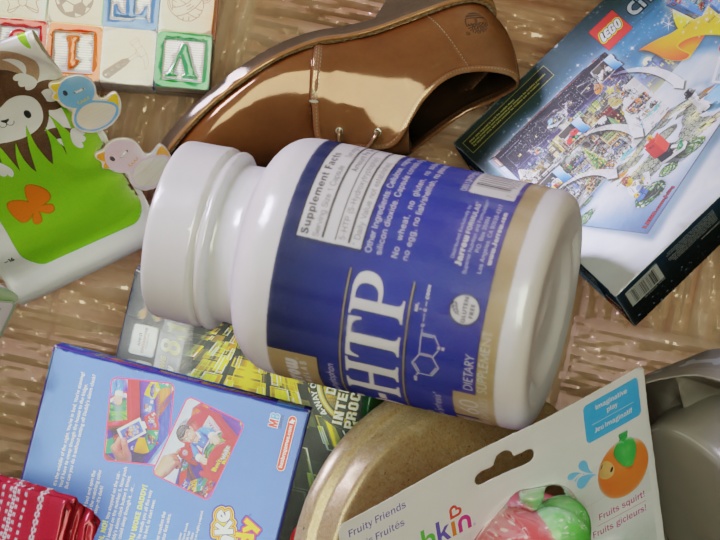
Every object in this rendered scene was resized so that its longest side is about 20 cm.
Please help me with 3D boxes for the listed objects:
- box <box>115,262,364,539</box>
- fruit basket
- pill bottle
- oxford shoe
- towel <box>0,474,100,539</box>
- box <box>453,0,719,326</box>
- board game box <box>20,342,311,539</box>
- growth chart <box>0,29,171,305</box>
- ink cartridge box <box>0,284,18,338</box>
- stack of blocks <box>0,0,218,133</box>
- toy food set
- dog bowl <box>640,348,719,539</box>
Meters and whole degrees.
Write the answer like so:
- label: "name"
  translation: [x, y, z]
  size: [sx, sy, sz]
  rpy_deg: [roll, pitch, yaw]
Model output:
- label: "box"
  translation: [-0.059, 0.109, 1.533]
  size: [0.160, 0.049, 0.201]
  rpy_deg: [13, 90, 0]
- label: "fruit basket"
  translation: [0.082, 0.169, 1.431]
  size: [0.185, 0.094, 0.201]
  rpy_deg: [-25, 128, -26]
- label: "pill bottle"
  translation: [0.000, 0.000, 1.450]
  size: [0.199, 0.120, 0.120]
  rpy_deg: [12, 88, 14]
- label: "oxford shoe"
  translation: [-0.011, -0.081, 1.519]
  size: [0.199, 0.071, 0.072]
  rpy_deg: [-25, 64, -2]
- label: "towel"
  translation: [-0.207, 0.168, 1.472]
  size: [0.022, 0.199, 0.146]
  rpy_deg: [14, 87, -41]
- label: "box"
  translation: [0.165, -0.087, 1.518]
  size: [0.200, 0.038, 0.137]
  rpy_deg: [-43, 55, -2]
- label: "board game box"
  translation: [-0.113, 0.150, 1.486]
  size: [0.134, 0.045, 0.201]
  rpy_deg: [15, 90, 0]
- label: "growth chart"
  translation: [-0.190, -0.063, 1.491]
  size: [0.144, 0.018, 0.200]
  rpy_deg: [-32, 119, 22]
- label: "ink cartridge box"
  translation: [-0.274, 0.067, 1.484]
  size: [0.145, 0.048, 0.201]
  rpy_deg: [29, 97, 23]
- label: "stack of blocks"
  translation: [-0.174, -0.127, 1.527]
  size: [0.199, 0.059, 0.116]
  rpy_deg: [4, 89, -3]
- label: "toy food set"
  translation: [0.049, 0.149, 1.507]
  size: [0.200, 0.049, 0.199]
  rpy_deg: [40, 76, -27]
- label: "dog bowl"
  translation: [0.201, 0.128, 1.478]
  size: [0.059, 0.200, 0.201]
  rpy_deg: [-32, 90, -17]
